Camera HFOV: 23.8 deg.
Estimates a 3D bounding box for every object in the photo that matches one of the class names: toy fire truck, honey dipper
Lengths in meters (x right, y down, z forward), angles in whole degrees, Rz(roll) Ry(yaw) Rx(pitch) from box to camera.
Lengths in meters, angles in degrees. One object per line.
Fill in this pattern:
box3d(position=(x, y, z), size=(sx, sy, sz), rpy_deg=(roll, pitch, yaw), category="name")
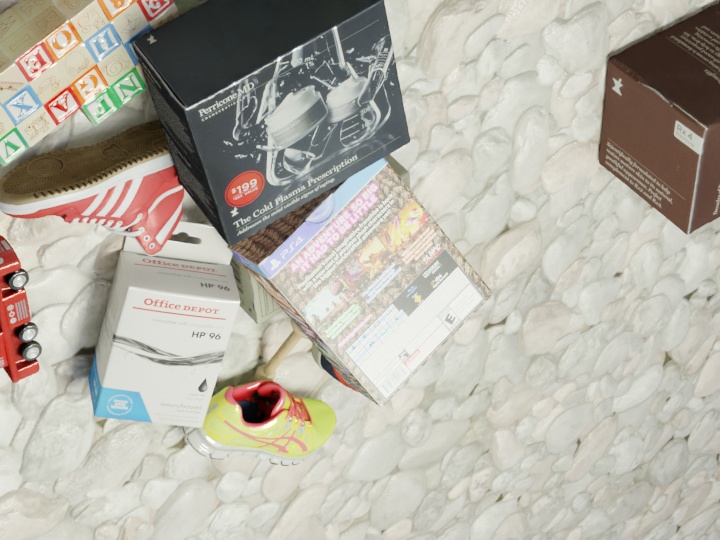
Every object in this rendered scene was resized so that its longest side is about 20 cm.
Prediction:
box3d(position=(-0.368, 0.073, 1.576), size=(0.140, 0.049, 0.201), rpy_deg=(-24, 137, -24), category="toy fire truck")
box3d(position=(-0.076, 0.078, 1.818), size=(0.038, 0.038, 0.200), rpy_deg=(-20, 164, -31), category="honey dipper")

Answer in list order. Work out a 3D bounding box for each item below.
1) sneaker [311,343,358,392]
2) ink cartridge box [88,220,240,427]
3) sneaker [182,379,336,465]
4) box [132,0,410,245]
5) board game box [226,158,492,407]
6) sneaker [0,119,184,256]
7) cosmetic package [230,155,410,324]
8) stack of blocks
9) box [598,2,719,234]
box3d(position=(0.015, 0.038, 1.768), size=(0.075, 0.085, 0.201), rpy_deg=(-12, 131, -37), category="sneaker")
box3d(position=(-0.190, 0.052, 1.684), size=(0.115, 0.068, 0.201), rpy_deg=(7, 122, -19), category="ink cartridge box")
box3d(position=(-0.094, 0.161, 1.886), size=(0.199, 0.078, 0.090), rpy_deg=(0, 140, -44), category="sneaker")
box3d(position=(-0.074, -0.154, 1.500), size=(0.199, 0.104, 0.183), rpy_deg=(-31, 142, -13), category="box")
box3d(position=(0.000, 0.000, 1.664), size=(0.159, 0.097, 0.200), rpy_deg=(-44, 114, -9), category="board game box")
box3d(position=(-0.240, -0.057, 1.562), size=(0.199, 0.071, 0.113), rpy_deg=(-22, 134, -33), category="sneaker")
box3d(position=(-0.047, -0.041, 1.765), size=(0.199, 0.073, 0.104), rpy_deg=(-28, 141, -23), category="cosmetic package")
box3d(position=(-0.248, -0.180, 1.450), size=(0.200, 0.059, 0.115), rpy_deg=(-39, 143, -10), category="stack of blocks")
box3d(position=(0.409, -0.183, 2.001), size=(0.199, 0.166, 0.165), rpy_deg=(-27, 140, -23), category="box")
